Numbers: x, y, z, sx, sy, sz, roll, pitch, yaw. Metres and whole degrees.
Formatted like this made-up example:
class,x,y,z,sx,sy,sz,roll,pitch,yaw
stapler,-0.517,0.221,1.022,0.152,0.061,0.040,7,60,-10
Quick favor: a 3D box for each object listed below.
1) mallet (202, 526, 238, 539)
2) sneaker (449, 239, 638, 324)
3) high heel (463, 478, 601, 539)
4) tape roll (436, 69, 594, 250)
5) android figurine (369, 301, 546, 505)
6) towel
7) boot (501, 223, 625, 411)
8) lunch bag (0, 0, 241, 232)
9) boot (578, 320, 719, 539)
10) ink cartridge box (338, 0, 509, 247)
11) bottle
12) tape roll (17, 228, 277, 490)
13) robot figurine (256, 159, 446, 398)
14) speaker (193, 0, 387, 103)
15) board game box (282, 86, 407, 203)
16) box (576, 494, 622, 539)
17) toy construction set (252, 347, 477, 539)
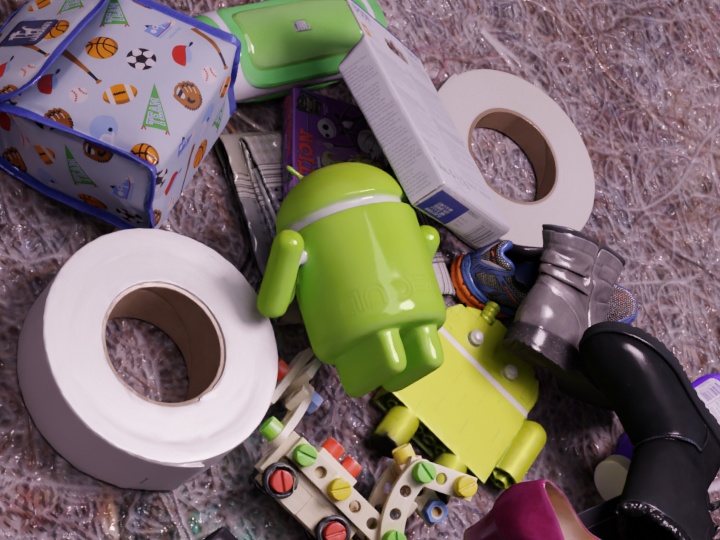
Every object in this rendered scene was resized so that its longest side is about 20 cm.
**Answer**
class,x,y,z,sx,sy,sz,roll,pitch,yaw
mallet,-0.155,0.271,1.184,0.200,0.041,0.066,-33,87,-35
sneaker,0.186,0.020,1.491,0.199,0.078,0.076,12,61,-26
high heel,0.185,0.220,1.241,0.200,0.096,0.068,28,42,-21
tape roll,0.143,-0.107,1.557,0.202,0.037,0.204,14,61,-26
android figurine,0.091,0.111,1.409,0.182,0.041,0.200,46,53,-7
towel,-0.021,-0.049,1.428,0.199,0.035,0.193,-9,72,-34
boot,0.219,0.047,1.447,0.200,0.070,0.132,38,70,-45
lunch bag,-0.223,-0.149,1.302,0.199,0.124,0.170,24,54,8
boot,0.248,0.160,1.348,0.198,0.073,0.163,48,41,-20
ink cartridge box,0.049,-0.127,1.396,0.201,0.043,0.196,62,15,20
bottle,0.299,0.166,1.487,0.200,0.065,0.084,-24,76,-41
tape roll,-0.169,0.071,1.253,0.202,0.071,0.203,14,59,-26
robot figurine,0.000,0.000,1.290,0.175,0.116,0.201,-5,69,-40
speaker,-0.073,-0.208,1.446,0.199,0.088,0.089,-18,76,-36
board game box,-0.013,-0.064,1.411,0.120,0.032,0.201,11,58,-22
box,0.194,0.284,1.332,0.200,0.079,0.142,-11,67,-47
toy construction set,-0.013,0.158,1.290,0.200,0.092,0.131,42,76,3
